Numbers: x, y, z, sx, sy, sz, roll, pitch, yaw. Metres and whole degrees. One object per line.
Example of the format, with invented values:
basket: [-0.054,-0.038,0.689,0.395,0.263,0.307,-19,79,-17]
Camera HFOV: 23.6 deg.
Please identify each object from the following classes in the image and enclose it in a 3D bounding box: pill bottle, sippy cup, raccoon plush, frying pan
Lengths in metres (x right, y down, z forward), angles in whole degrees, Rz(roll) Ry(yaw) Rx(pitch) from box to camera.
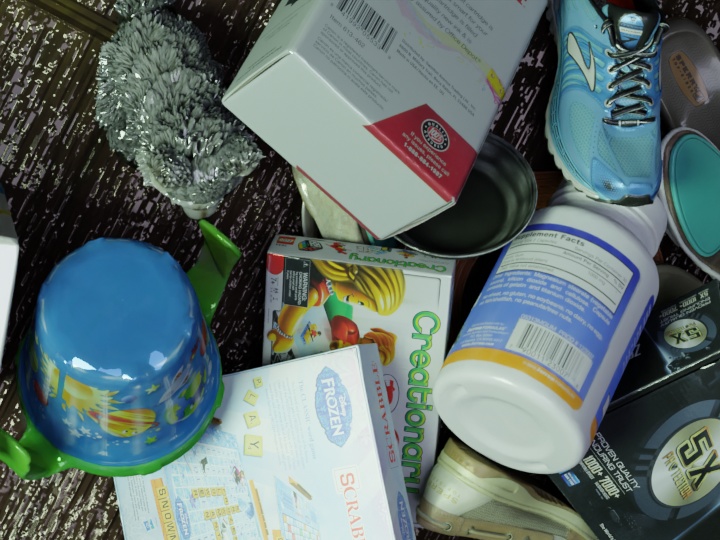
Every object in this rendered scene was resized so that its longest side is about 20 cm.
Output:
pill bottle: [0.137,0.028,1.175,0.112,0.112,0.201,41,58,-19]
sippy cup: [-0.152,0.047,1.080,0.139,0.130,0.179,7,66,-4]
raccoon plush: [-0.134,-0.128,1.108,0.096,0.134,0.201,-30,107,-6]
frying pan: [0.059,-0.081,1.183,0.114,0.191,0.031,-3,143,-3]

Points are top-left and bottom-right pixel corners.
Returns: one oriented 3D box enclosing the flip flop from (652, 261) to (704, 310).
flip flop: [0.260,0.059,1.281,0.199,0.058,0.081,31,89,-26]

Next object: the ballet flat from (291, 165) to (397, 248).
ballet flat: [0.000,0.000,1.214,0.062,0.067,0.201,-4,114,26]

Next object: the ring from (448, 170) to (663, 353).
ring: [0.137,0.027,1.274,0.199,0.019,0.202,-3,101,-15]

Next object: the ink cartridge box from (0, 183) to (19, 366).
ink cartridge box: [-0.295,0.023,1.062,0.144,0.200,0.148,8,99,-16]

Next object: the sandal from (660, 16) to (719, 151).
sandal: [0.275,-0.100,1.264,0.082,0.055,0.200,-37,110,-5]

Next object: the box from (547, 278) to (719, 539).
box: [0.238,0.134,1.242,0.163,0.086,0.200,-28,117,21]

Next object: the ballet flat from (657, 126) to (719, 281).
ballet flat: [0.258,-0.028,1.261,0.069,0.069,0.200,-45,119,-2]

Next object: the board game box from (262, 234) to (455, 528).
board game box: [-0.005,0.078,1.191,0.125,0.035,0.201,7,116,7]

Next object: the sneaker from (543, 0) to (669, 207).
sneaker: [0.170,-0.139,1.169,0.078,0.090,0.201,-1,69,-14]

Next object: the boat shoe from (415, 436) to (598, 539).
boat shoe: [0.108,0.179,1.238,0.063,0.073,0.200,-57,143,0]

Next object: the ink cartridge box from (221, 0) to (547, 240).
ink cartridge box: [0.022,-0.146,1.124,0.146,0.083,0.201,41,52,-18]

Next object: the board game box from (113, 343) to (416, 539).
board game box: [-0.065,0.166,1.157,0.198,0.041,0.201,-12,86,21]
